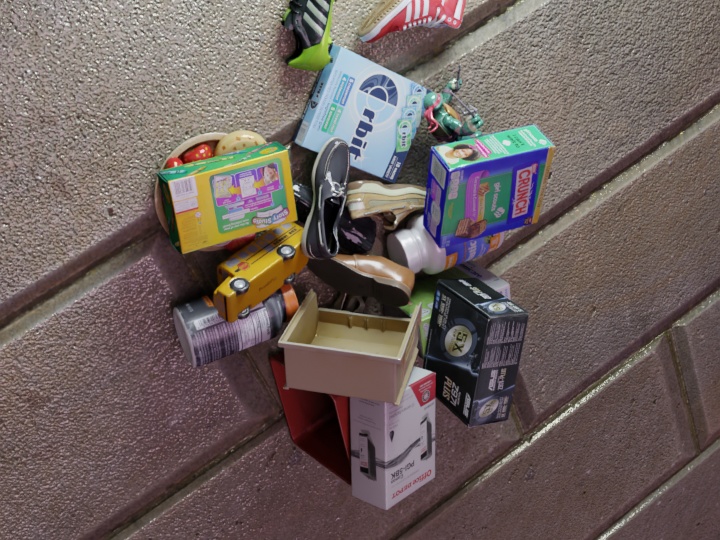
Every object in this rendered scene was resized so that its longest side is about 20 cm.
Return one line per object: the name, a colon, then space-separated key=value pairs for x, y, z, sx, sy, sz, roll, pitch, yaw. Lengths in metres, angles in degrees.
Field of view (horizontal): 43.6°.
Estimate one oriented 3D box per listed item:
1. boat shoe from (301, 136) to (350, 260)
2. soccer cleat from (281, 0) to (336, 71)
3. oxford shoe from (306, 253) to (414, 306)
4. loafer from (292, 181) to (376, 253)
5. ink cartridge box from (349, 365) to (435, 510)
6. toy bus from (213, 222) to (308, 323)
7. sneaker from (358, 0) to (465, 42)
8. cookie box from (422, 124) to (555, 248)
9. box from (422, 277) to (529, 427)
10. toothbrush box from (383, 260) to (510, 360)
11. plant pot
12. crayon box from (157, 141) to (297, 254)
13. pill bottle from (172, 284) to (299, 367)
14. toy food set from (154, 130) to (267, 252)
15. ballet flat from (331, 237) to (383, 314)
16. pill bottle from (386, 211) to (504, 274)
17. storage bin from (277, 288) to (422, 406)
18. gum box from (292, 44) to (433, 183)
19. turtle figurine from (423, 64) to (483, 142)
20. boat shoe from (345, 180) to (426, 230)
boat shoe: x=-0.042 y=-0.115 z=1.459 sx=0.072 sy=0.062 sz=0.203 roll=14 pitch=89 yaw=-41
soccer cleat: x=-0.080 y=-0.410 z=1.390 sx=0.080 sy=0.068 sz=0.203 roll=-2 pitch=112 yaw=-14
oxford shoe: x=0.000 y=0.000 z=1.570 sx=0.072 sy=0.197 sz=0.072 roll=100 pitch=12 yaw=-51
loafer: x=-0.052 y=-0.101 z=1.539 sx=0.199 sy=0.068 sz=0.071 roll=32 pitch=65 yaw=-31
ink cartridge box: x=0.057 y=0.279 z=1.529 sx=0.146 sy=0.082 sz=0.203 roll=-20 pitch=115 yaw=-46
toy bus: x=-0.163 y=-0.002 z=1.458 sx=0.199 sy=0.078 sz=0.066 roll=-38 pitch=147 yaw=-36
sneaker: x=0.093 y=-0.414 z=1.477 sx=0.200 sy=0.071 sz=0.113 roll=-44 pitch=121 yaw=-9
cookie box: x=0.214 y=-0.142 z=1.522 sx=0.197 sy=0.076 sz=0.173 roll=-15 pitch=137 yaw=-18
box: x=0.190 y=0.135 z=1.532 sx=0.085 sy=0.164 sz=0.203 roll=-3 pitch=113 yaw=-28
toothbrush box: x=0.160 y=0.067 z=1.673 sx=0.198 sy=0.145 sz=0.087 roll=-22 pitch=120 yaw=-20
plant pot: x=-0.021 y=0.228 z=1.623 sx=0.175 sy=0.199 sz=0.202 roll=-29 pitch=122 yaw=-29
crayon box: x=-0.201 y=-0.114 z=1.388 sx=0.198 sy=0.058 sz=0.120 roll=-18 pitch=119 yaw=-22
pill bottle: x=-0.203 y=0.079 z=1.499 sx=0.198 sy=0.106 sz=0.108 roll=-20 pitch=119 yaw=-21
toy food set: x=-0.229 y=-0.120 z=1.435 sx=0.198 sy=0.049 sz=0.201 roll=-13 pitch=116 yaw=-25
ballet flat: x=0.001 y=0.036 z=1.621 sx=0.067 sy=0.062 sz=0.202 roll=16 pitch=102 yaw=-33
pill bottle: x=0.152 y=-0.060 z=1.636 sx=0.198 sy=0.112 sz=0.113 roll=-22 pitch=120 yaw=-20
storage bin: x=-0.010 y=0.119 z=1.490 sx=0.197 sy=0.199 sz=0.095 roll=6 pitch=119 yaw=13
gum box: x=0.006 y=-0.259 z=1.510 sx=0.198 sy=0.044 sz=0.172 roll=18 pitch=101 yaw=-35
turtle figurine: x=0.163 y=-0.262 z=1.542 sx=0.100 sy=0.151 sz=0.200 roll=-27 pitch=140 yaw=17
boat shoe: x=0.052 y=-0.108 z=1.564 sx=0.198 sy=0.071 sz=0.077 roll=0 pitch=80 yaw=-38
